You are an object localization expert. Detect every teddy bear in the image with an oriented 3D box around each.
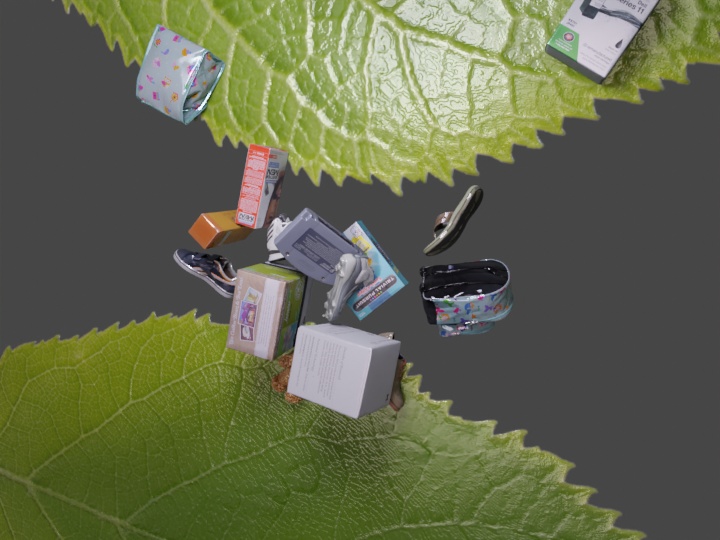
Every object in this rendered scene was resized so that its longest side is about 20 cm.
[{"bbox_3d":[-0.154,0.271,1.502,0.200,0.067,0.145,-31,92,18],"label":"teddy bear"}]

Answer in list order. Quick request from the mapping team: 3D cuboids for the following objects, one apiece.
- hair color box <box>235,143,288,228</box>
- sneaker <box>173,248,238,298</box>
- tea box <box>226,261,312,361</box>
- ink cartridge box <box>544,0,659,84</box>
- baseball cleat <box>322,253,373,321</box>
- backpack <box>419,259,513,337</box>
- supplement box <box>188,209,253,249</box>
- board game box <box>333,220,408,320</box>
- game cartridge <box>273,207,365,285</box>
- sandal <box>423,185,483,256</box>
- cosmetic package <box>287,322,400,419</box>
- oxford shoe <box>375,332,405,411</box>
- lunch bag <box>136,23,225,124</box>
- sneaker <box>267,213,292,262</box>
[{"bbox_3d":[-0.249,-0.213,1.442,0.064,0.111,0.201,18,103,14],"label":"hair color box"},{"bbox_3d":[-0.406,-0.014,1.536,0.200,0.078,0.080,34,111,-1],"label":"sneaker"},{"bbox_3d":[-0.225,0.095,1.432,0.133,0.197,0.201,14,102,15],"label":"tea box"},{"bbox_3d":[0.506,-0.519,1.182,0.146,0.083,0.200,34,105,9],"label":"ink cartridge box"},{"bbox_3d":[-0.025,0.048,1.382,0.106,0.070,0.201,1,131,-22],"label":"baseball cleat"},{"bbox_3d":[0.247,0.056,1.296,0.199,0.178,0.151,-13,116,14],"label":"backpack"},{"bbox_3d":[-0.344,-0.108,1.439,0.067,0.200,0.069,44,111,7],"label":"supplement box"},{"bbox_3d":[0.000,0.000,1.428,0.151,0.047,0.200,-39,85,18],"label":"board game box"},{"bbox_3d":[-0.101,-0.049,1.354,0.133,0.042,0.200,-39,125,22],"label":"game cartridge"},{"bbox_3d":[0.214,-0.118,1.340,0.057,0.080,0.201,39,101,26],"label":"sandal"},{"bbox_3d":[-0.037,0.230,1.353,0.199,0.167,0.167,13,95,28],"label":"cosmetic package"},{"bbox_3d":[0.081,0.253,1.427,0.074,0.070,0.201,-18,92,16],"label":"oxford shoe"},{"bbox_3d":[-0.475,-0.497,1.469,0.170,0.122,0.201,29,99,10],"label":"lunch bag"},{"bbox_3d":[-0.171,-0.093,1.436,0.200,0.076,0.116,-12,91,38],"label":"sneaker"}]
